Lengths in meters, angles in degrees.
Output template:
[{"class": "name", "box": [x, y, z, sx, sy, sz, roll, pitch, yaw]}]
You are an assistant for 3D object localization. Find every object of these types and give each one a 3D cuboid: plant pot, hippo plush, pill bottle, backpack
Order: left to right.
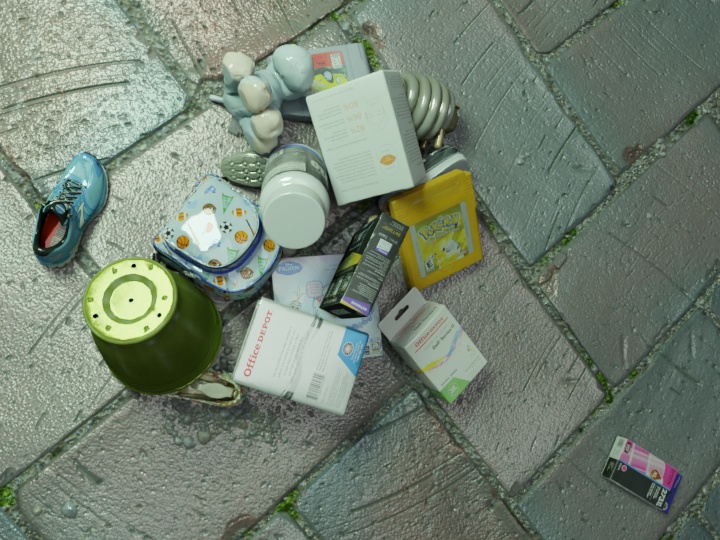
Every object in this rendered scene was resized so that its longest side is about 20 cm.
[{"class": "plant pot", "box": [-0.328, 0.075, 0.833, 0.199, 0.193, 0.202, 2, 67, -5]}, {"class": "backpack", "box": [-0.228, -0.051, 0.913, 0.190, 0.154, 0.201, 36, 79, -5]}, {"class": "hippo plush", "box": [-0.148, -0.305, 0.945, 0.160, 0.200, 0.160, -31, 95, -22]}, {"class": "pill bottle", "box": [-0.108, -0.125, 0.887, 0.113, 0.200, 0.114, -3, 122, -4]}]

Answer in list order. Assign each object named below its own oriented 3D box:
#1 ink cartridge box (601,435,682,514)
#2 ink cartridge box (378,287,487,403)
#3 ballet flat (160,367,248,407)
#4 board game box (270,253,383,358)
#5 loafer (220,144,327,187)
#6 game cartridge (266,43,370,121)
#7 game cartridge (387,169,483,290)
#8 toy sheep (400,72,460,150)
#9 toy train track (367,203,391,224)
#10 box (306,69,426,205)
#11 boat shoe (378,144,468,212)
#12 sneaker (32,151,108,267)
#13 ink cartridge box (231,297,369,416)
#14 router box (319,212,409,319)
[{"class": "ink cartridge box", "box": [0.627, 0.452, 1.175, 0.199, 0.037, 0.095, 32, 79, -13]}, {"class": "ink cartridge box", "box": [0.139, 0.141, 1.027, 0.117, 0.067, 0.200, -45, 111, -14]}, {"class": "ballet flat", "box": [-0.292, 0.193, 0.930, 0.199, 0.064, 0.076, 12, 84, -13]}, {"class": "board game box", "box": [-0.065, 0.071, 1.011, 0.199, 0.043, 0.201, -4, 88, -15]}, {"class": "loafer", "box": [-0.157, -0.197, 0.999, 0.198, 0.070, 0.070, -2, 121, -3]}, {"class": "game cartridge", "box": [-0.071, -0.363, 1.047, 0.199, 0.041, 0.134, -15, 94, -16]}, {"class": "game cartridge", "box": [0.151, -0.077, 1.041, 0.175, 0.032, 0.201, -25, 122, -15]}, {"class": "toy sheep", "box": [0.109, -0.315, 1.044, 0.199, 0.138, 0.139, 11, 83, -32]}, {"class": "toy train track", "box": [0.097, -0.113, 1.062, 0.199, 0.115, 0.033, -13, 47, -27]}, {"class": "box", "box": [0.014, -0.237, 0.969, 0.151, 0.106, 0.201, -10, 105, 23]}, {"class": "boat shoe", "box": [0.114, -0.186, 1.070, 0.199, 0.072, 0.068, -33, 60, -1]}, {"class": "sneaker", "box": [-0.480, -0.102, 0.888, 0.078, 0.090, 0.201, 18, 81, -13]}, {"class": "ink cartridge box", "box": [-0.105, 0.147, 0.929, 0.199, 0.086, 0.147, 20, 81, -11]}, {"class": "router box", "box": [0.000, 0.000, 0.908, 0.052, 0.200, 0.158, 27, 79, -10]}]
